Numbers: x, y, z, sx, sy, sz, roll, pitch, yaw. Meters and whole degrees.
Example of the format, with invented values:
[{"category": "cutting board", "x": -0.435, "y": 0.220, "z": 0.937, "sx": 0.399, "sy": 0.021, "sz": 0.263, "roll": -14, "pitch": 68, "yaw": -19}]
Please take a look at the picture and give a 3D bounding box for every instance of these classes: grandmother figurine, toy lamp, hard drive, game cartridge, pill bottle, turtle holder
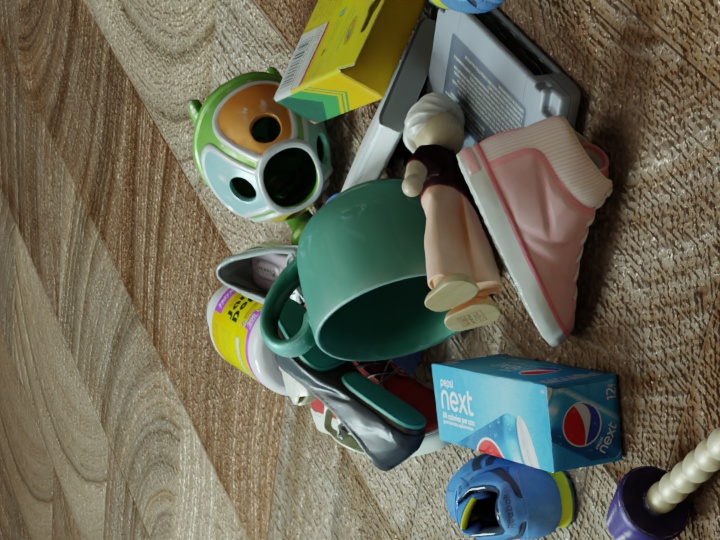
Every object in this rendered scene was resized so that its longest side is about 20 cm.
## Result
[{"category": "grandmother figurine", "x": 0.070, "y": -0.053, "z": 1.334, "sx": 0.121, "sy": 0.060, "sz": 0.202, "roll": 56, "pitch": -157, "yaw": -54}, {"category": "toy lamp", "x": 0.222, "y": 0.136, "z": 1.149, "sx": 0.200, "sy": 0.058, "sz": 0.059, "roll": 121, "pitch": 137, "yaw": -53}, {"category": "hard drive", "x": 0.017, "y": -0.115, "z": 1.515, "sx": 0.200, "sy": 0.026, "sz": 0.133, "roll": 118, "pitch": 175, "yaw": -54}, {"category": "game cartridge", "x": 0.110, "y": -0.126, "z": 1.365, "sx": 0.200, "sy": 0.041, "sz": 0.134, "roll": -125, "pitch": 31, "yaw": -48}, {"category": "pill bottle", "x": -0.102, "y": 0.065, "z": 1.840, "sx": 0.200, "sy": 0.103, "sz": 0.105, "roll": -159, "pitch": 64, "yaw": -64}, {"category": "turtle holder", "x": -0.094, "y": -0.102, "z": 1.727, "sx": 0.132, "sy": 0.140, "sz": 0.187, "roll": -134, "pitch": 43, "yaw": -53}]

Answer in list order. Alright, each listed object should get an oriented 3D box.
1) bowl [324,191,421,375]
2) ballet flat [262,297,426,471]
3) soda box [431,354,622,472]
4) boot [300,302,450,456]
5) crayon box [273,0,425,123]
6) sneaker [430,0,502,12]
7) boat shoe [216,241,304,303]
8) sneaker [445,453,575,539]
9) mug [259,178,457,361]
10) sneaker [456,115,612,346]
[{"category": "bowl", "x": 0.004, "y": 0.016, "z": 1.657, "sx": 0.200, "sy": 0.039, "sz": 0.203, "roll": 173, "pitch": 90, "yaw": -68}, {"category": "ballet flat", "x": -0.027, "y": 0.106, "z": 1.509, "sx": 0.200, "sy": 0.073, "sz": 0.073, "roll": 41, "pitch": 138, "yaw": 25}, {"category": "soda box", "x": 0.129, "y": 0.111, "z": 1.354, "sx": 0.200, "sy": 0.064, "sz": 0.069, "roll": -175, "pitch": 79, "yaw": -68}, {"category": "boot", "x": 0.008, "y": 0.087, "z": 1.553, "sx": 0.199, "sy": 0.072, "sz": 0.146, "roll": 9, "pitch": 121, "yaw": 49}, {"category": "crayon box", "x": -0.001, "y": -0.208, "z": 1.512, "sx": 0.128, "sy": 0.051, "sz": 0.200, "roll": -66, "pitch": 18, "yaw": -11}, {"category": "sneaker", "x": 0.083, "y": -0.292, "z": 1.247, "sx": 0.078, "sy": 0.065, "sz": 0.202, "roll": 7, "pitch": 103, "yaw": 55}, {"category": "boat shoe", "x": -0.070, "y": 0.009, "z": 1.683, "sx": 0.201, "sy": 0.064, "sz": 0.075, "roll": 16, "pitch": 111, "yaw": 56}, {"category": "sneaker", "x": 0.102, "y": 0.192, "z": 1.427, "sx": 0.200, "sy": 0.078, "sz": 0.067, "roll": 166, "pitch": 94, "yaw": -69}, {"category": "mug", "x": 0.007, "y": -0.006, "z": 1.455, "sx": 0.152, "sy": 0.183, "sz": 0.115, "roll": 112, "pitch": 147, "yaw": -57}, {"category": "sneaker", "x": 0.150, "y": -0.031, "z": 1.265, "sx": 0.201, "sy": 0.104, "sz": 0.076, "roll": 63, "pitch": 180, "yaw": -40}]
